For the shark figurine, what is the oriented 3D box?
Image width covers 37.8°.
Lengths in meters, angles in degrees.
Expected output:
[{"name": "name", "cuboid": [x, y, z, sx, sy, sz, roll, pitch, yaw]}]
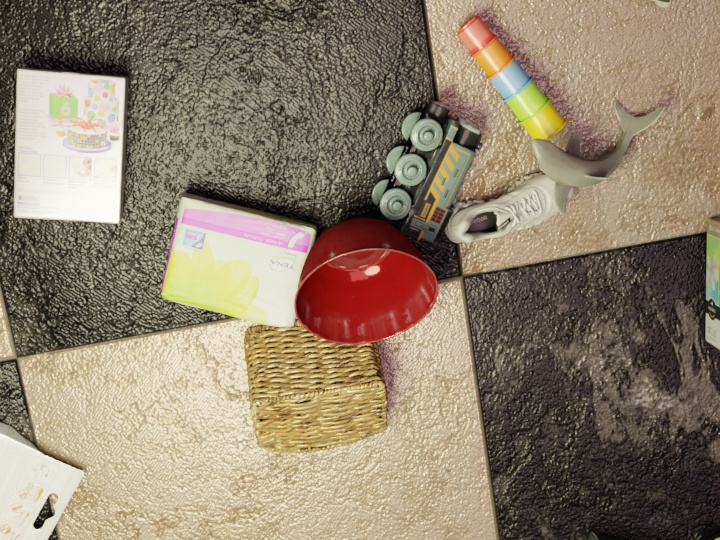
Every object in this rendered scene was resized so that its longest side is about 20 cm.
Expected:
[{"name": "shark figurine", "cuboid": [0.346, -0.153, 1.491, 0.213, 0.089, 0.129, -23, 112, -26]}]

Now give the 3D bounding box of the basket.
[{"name": "basket", "cuboid": [-0.064, 0.168, 1.543, 0.198, 0.150, 0.143, -9, 135, -5]}]

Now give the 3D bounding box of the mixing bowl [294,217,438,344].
[{"name": "mixing bowl", "cuboid": [0.000, 0.000, 1.459, 0.198, 0.109, 0.201, -7, 139, -6]}]

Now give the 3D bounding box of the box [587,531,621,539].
[{"name": "box", "cuboid": [0.431, 0.542, 1.640, 0.195, 0.124, 0.201, 16, 99, -7]}]

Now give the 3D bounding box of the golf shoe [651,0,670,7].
[{"name": "golf shoe", "cuboid": [0.472, -0.463, 1.486, 0.200, 0.077, 0.088, -39, 122, 4]}]

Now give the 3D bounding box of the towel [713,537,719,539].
[{"name": "towel", "cuboid": [0.620, 0.504, 1.684, 0.147, 0.036, 0.202, -9, 102, -18]}]

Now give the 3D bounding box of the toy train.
[{"name": "toy train", "cuboid": [0.094, -0.135, 1.494, 0.113, 0.085, 0.201, 21, 100, -17]}]

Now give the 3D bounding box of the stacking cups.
[{"name": "stacking cups", "cuboid": [0.215, -0.275, 1.495, 0.060, 0.061, 0.200, -37, 99, 2]}]

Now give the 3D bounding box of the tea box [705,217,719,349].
[{"name": "tea box", "cuboid": [0.631, 0.019, 1.554, 0.198, 0.134, 0.198, -5, 101, -5]}]

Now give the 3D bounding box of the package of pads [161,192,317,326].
[{"name": "package of pads", "cuboid": [-0.173, -0.011, 1.493, 0.198, 0.068, 0.156, 13, 99, -8]}]

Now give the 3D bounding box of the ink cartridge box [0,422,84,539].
[{"name": "ink cartridge box", "cuboid": [-0.528, 0.310, 1.534, 0.199, 0.050, 0.163, 28, 96, -19]}]

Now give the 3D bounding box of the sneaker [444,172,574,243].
[{"name": "sneaker", "cuboid": [0.220, -0.085, 1.517, 0.199, 0.081, 0.076, -22, 101, -3]}]

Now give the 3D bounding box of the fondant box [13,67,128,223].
[{"name": "fondant box", "cuboid": [-0.396, -0.171, 1.444, 0.143, 0.058, 0.202, 4, 101, -7]}]
